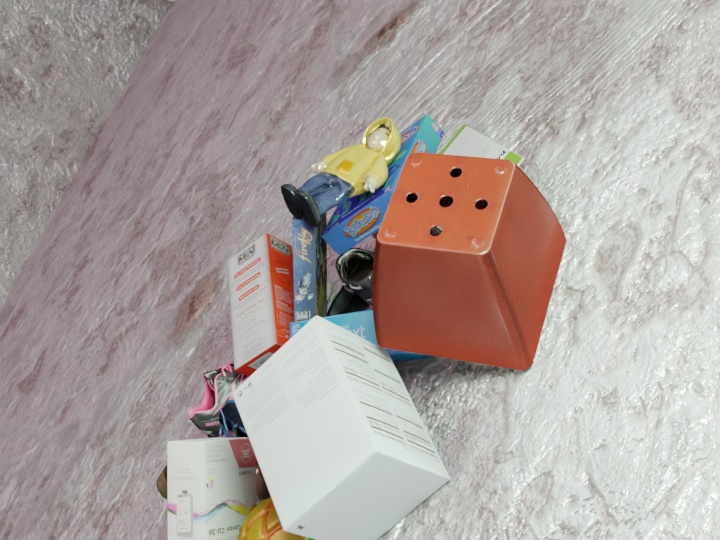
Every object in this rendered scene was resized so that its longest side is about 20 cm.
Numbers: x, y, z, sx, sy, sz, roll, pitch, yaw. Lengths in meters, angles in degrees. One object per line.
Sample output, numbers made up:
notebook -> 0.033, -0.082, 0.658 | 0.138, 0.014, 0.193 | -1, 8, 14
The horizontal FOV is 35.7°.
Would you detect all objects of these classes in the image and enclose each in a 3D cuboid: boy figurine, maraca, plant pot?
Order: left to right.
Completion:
maraca -> -0.105, 0.341, 1.382 | 0.199, 0.106, 0.139 | -20, 50, 60
boy figurine -> -0.011, -0.139, 1.556 | 0.199, 0.065, 0.124 | -38, 40, -21
plant pot -> 0.118, -0.027, 1.313 | 0.197, 0.177, 0.202 | 8, 57, 22

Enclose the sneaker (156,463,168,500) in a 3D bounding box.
sneaker -> -0.232, 0.311, 1.586 | 0.090, 0.067, 0.200 | -58, -18, 18

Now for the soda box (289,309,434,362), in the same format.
soda box -> -0.001, 0.092, 1.496 | 0.198, 0.067, 0.065 | -10, 76, 37

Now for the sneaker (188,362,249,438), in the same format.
sneaker -> -0.197, 0.173, 1.749 | 0.201, 0.095, 0.079 | -58, 26, -16

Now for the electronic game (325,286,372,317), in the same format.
electronic game -> 0.022, 0.046, 1.613 | 0.199, 0.042, 0.201 | -36, 25, 20

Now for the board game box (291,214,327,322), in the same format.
board game box -> -0.073, 0.007, 1.640 | 0.136, 0.034, 0.203 | -73, -16, -73

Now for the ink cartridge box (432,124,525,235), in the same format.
ink cartridge box -> 0.158, -0.104, 1.545 | 0.148, 0.076, 0.200 | -50, 27, 3

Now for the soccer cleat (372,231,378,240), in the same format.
soccer cleat -> 0.046, -0.062, 1.682 | 0.201, 0.066, 0.077 | -102, 26, -64

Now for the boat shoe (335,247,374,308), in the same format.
boat shoe -> 0.000, 0.000, 1.594 | 0.074, 0.060, 0.200 | -43, 24, 3

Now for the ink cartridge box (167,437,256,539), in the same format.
ink cartridge box -> -0.194, 0.324, 1.474 | 0.067, 0.116, 0.203 | -5, 83, 31

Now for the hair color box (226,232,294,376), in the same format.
hair color box -> -0.150, 0.055, 1.729 | 0.101, 0.061, 0.202 | -32, 51, 32

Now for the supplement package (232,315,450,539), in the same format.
supplement package -> -0.025, 0.194, 1.317 | 0.152, 0.150, 0.201 | -42, 49, 17

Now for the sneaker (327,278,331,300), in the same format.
sneaker -> -0.109, 0.039, 1.821 | 0.106, 0.075, 0.200 | -66, 24, 13

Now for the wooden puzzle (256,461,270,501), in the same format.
wooden puzzle -> -0.079, 0.251, 1.526 | 0.186, 0.037, 0.200 | -52, 26, 0

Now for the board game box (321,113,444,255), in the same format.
board game box -> 0.035, -0.128, 1.640 | 0.151, 0.045, 0.201 | -32, 21, 38

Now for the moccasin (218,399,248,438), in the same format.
moccasin -> -0.159, 0.228, 1.580 | 0.069, 0.080, 0.199 | -62, 21, -17
